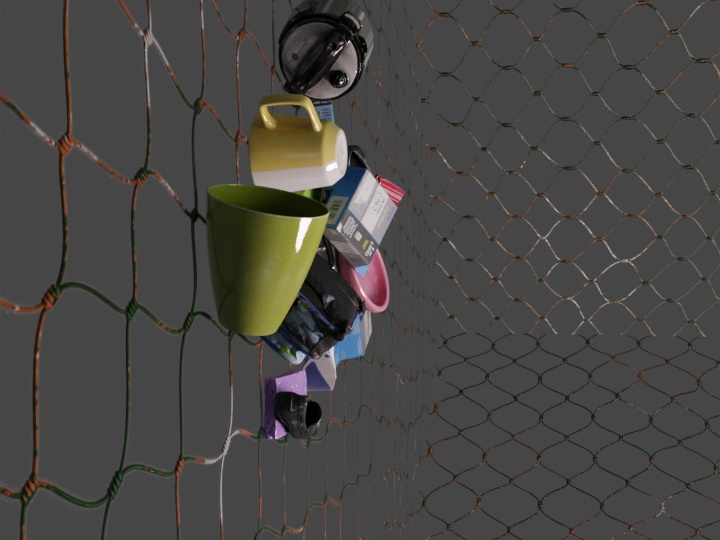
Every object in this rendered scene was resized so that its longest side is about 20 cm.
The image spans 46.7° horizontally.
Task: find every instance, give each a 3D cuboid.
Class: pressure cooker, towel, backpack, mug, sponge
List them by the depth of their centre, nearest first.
[{"bbox_3d":[-0.114,0.050,1.428,0.200,0.147,0.183,48,17,-4],"label":"backpack"},{"bbox_3d":[-0.110,-0.212,1.480,0.187,0.152,0.151,36,55,-75],"label":"mug"},{"bbox_3d":[-0.144,0.257,1.620,0.200,0.030,0.113,10,79,-77],"label":"sponge"},{"bbox_3d":[-0.067,-0.429,1.626,0.201,0.177,0.177,-74,164,-54],"label":"pressure cooker"},{"bbox_3d":[-0.068,0.025,1.883,0.200,0.034,0.194,-106,-174,-59],"label":"towel"},{"bbox_3d":[0.021,-0.117,1.934,0.201,0.022,0.144,-57,151,6],"label":"towel"}]

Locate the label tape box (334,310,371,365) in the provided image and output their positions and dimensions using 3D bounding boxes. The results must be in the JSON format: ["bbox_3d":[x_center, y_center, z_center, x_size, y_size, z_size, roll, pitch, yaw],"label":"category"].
[{"bbox_3d":[-0.021,0.140,2.133,0.200,0.063,0.145,-66,153,-64],"label":"label tape box"}]

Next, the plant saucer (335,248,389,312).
[{"bbox_3d":[0.000,0.000,1.854,0.201,0.051,0.202,52,28,-42],"label":"plant saucer"}]

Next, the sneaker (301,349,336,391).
[{"bbox_3d":[-0.083,0.152,1.790,0.115,0.080,0.201,-62,149,-62],"label":"sneaker"}]

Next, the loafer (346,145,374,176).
[{"bbox_3d":[0.005,-0.173,1.819,0.070,0.068,0.202,-108,180,-77],"label":"loafer"}]

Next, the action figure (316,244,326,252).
[{"bbox_3d":[-0.119,-0.027,1.693,0.200,0.054,0.119,-6,99,-74],"label":"action figure"}]

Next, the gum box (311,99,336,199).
[{"bbox_3d":[-0.071,-0.262,1.775,0.170,0.044,0.202,130,-48,-87],"label":"gum box"}]

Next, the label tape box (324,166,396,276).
[{"bbox_3d":[0.009,-0.093,1.700,0.200,0.063,0.145,47,62,-45],"label":"label tape box"}]

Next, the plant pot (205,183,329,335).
[{"bbox_3d":[-0.155,-0.011,1.269,0.187,0.186,0.202,-50,152,-72],"label":"plant pot"}]

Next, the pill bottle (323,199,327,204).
[{"bbox_3d":[-0.030,-0.154,1.962,0.201,0.111,0.113,76,19,-50],"label":"pill bottle"}]

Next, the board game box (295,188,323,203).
[{"bbox_3d":[-0.115,-0.135,1.670,0.200,0.047,0.102,-76,163,-65],"label":"board game box"}]

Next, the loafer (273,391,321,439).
[{"bbox_3d":[-0.105,0.276,1.567,0.201,0.070,0.069,64,29,-63],"label":"loafer"}]
